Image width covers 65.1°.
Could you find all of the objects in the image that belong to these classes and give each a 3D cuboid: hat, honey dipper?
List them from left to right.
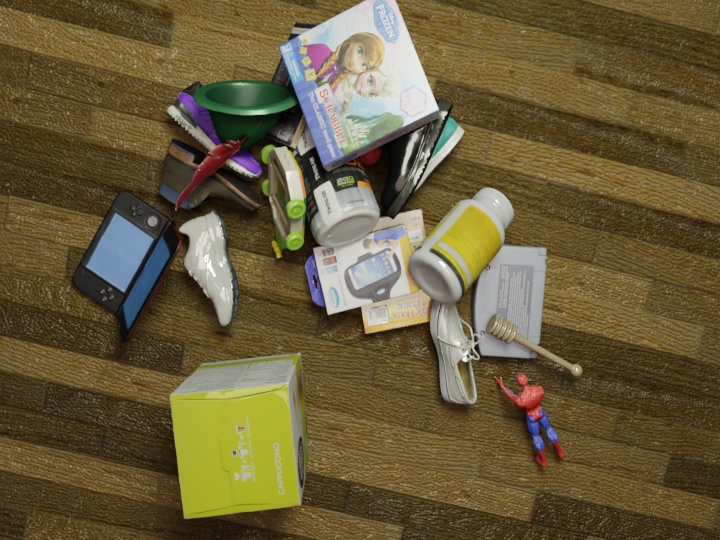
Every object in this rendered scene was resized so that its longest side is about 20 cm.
[{"bbox_3d":[-0.196,-0.206,0.943,0.192,0.167,0.181,7,122,6],"label":"hat"},{"bbox_3d":[0.319,0.142,1.021,0.196,0.038,0.039,30,94,-5],"label":"honey dipper"}]

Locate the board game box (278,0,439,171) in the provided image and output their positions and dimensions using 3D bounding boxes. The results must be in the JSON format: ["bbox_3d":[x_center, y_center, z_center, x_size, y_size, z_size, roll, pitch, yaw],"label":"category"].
[{"bbox_3d":[-0.003,-0.290,0.866,0.194,0.041,0.206,-23,85,8],"label":"board game box"}]

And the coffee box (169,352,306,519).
[{"bbox_3d":[-0.197,0.275,0.977,0.192,0.198,0.208,-5,96,0],"label":"coffee box"}]

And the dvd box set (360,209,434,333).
[{"bbox_3d":[0.060,0.002,1.039,0.141,0.029,0.208,-11,95,0],"label":"dvd box set"}]

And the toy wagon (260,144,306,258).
[{"bbox_3d":[-0.132,-0.109,0.972,0.038,0.157,0.204,-13,140,-20],"label":"toy wagon"}]

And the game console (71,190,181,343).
[{"bbox_3d":[-0.413,-0.012,0.986,0.169,0.119,0.204,32,94,-4],"label":"game console"}]

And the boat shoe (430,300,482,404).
[{"bbox_3d":[0.181,0.145,1.016,0.073,0.084,0.210,-14,100,-43],"label":"boat shoe"}]

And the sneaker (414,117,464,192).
[{"bbox_3d":[0.080,-0.213,0.991,0.121,0.084,0.201,43,86,-10],"label":"sneaker"}]

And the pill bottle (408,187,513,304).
[{"bbox_3d":[0.179,-0.048,0.972,0.112,0.112,0.200,47,67,-5],"label":"pill bottle"}]

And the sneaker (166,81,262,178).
[{"bbox_3d":[-0.237,-0.253,0.991,0.199,0.070,0.100,40,91,-5],"label":"sneaker"}]

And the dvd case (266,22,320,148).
[{"bbox_3d":[-0.110,-0.319,0.961,0.016,0.147,0.206,19,98,-42],"label":"dvd case"}]

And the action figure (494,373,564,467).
[{"bbox_3d":[0.317,0.259,1.059,0.064,0.099,0.204,-26,117,-2],"label":"action figure"}]

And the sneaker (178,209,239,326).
[{"bbox_3d":[-0.268,0.001,1.013,0.084,0.075,0.208,-13,87,-6],"label":"sneaker"}]

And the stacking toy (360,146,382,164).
[{"bbox_3d":[-0.014,-0.286,0.994,0.083,0.086,0.206,-21,102,1],"label":"stacking toy"}]

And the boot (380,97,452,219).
[{"bbox_3d":[0.042,-0.210,0.920,0.154,0.079,0.217,26,92,6],"label":"boot"}]

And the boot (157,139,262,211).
[{"bbox_3d":[-0.271,-0.139,1.008,0.197,0.075,0.099,34,105,5],"label":"boot"}]

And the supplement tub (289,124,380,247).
[{"bbox_3d":[-0.051,-0.155,0.953,0.119,0.123,0.206,-22,71,2],"label":"supplement tub"}]

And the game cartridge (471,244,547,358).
[{"bbox_3d":[0.273,0.057,1.047,0.128,0.040,0.208,4,95,-5],"label":"game cartridge"}]

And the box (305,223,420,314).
[{"bbox_3d":[0.000,0.000,1.004,0.193,0.041,0.124,-15,95,-1],"label":"box"}]
